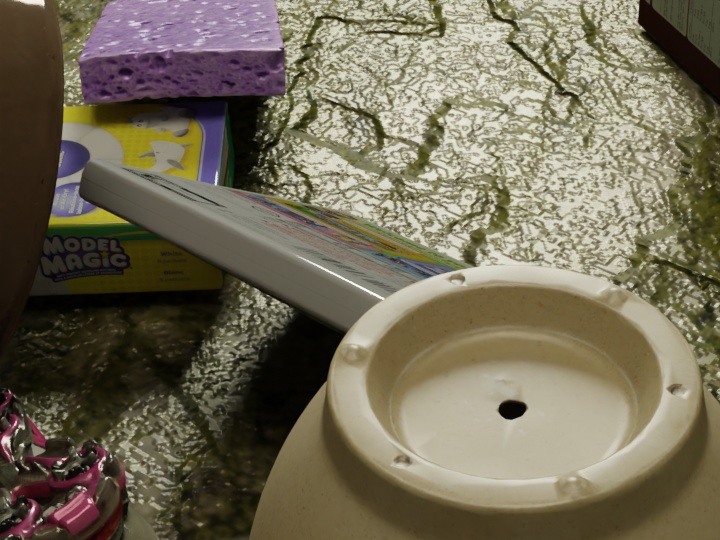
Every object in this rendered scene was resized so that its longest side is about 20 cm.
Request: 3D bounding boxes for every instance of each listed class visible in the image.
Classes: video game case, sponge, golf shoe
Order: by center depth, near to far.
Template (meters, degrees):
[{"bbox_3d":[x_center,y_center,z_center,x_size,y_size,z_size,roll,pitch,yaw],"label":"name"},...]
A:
[{"bbox_3d":[-0.138,0.108,0.631,0.072,0.093,0.199,-34,25,-22],"label":"golf shoe"},{"bbox_3d":[0.000,0.000,0.703,0.199,0.022,0.181,25,10,39],"label":"video game case"},{"bbox_3d":[-0.101,-0.135,0.919,0.110,0.030,0.200,-4,20,-3],"label":"sponge"}]

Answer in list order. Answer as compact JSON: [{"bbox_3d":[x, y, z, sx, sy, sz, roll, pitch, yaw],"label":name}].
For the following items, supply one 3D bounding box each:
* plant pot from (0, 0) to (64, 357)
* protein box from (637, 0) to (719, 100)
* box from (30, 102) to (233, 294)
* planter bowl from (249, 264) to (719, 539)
[{"bbox_3d":[-0.238,-0.051,0.643,0.173,0.202,0.201,9,29,-33],"label":"plant pot"},{"bbox_3d":[0.298,-0.179,0.911,0.196,0.136,0.201,-14,39,-14],"label":"protein box"},{"bbox_3d":[-0.170,-0.039,0.828,0.197,0.049,0.118,-4,38,2],"label":"box"},{"bbox_3d":[0.050,0.085,0.524,0.197,0.136,0.201,-3,36,2],"label":"planter bowl"}]
